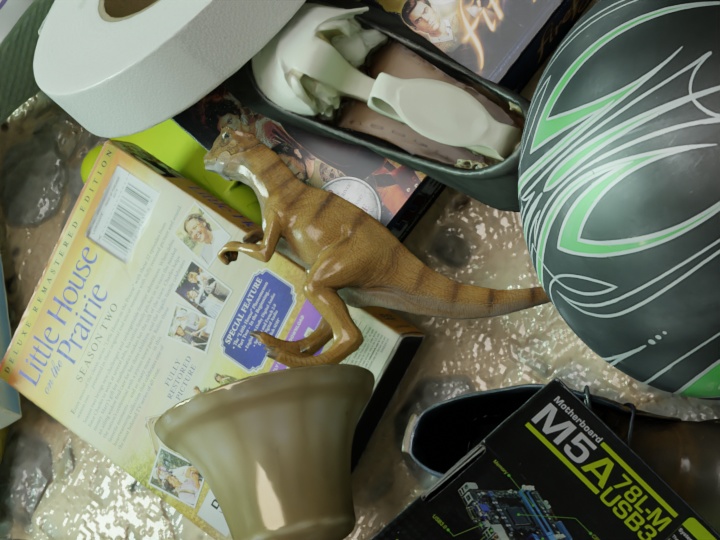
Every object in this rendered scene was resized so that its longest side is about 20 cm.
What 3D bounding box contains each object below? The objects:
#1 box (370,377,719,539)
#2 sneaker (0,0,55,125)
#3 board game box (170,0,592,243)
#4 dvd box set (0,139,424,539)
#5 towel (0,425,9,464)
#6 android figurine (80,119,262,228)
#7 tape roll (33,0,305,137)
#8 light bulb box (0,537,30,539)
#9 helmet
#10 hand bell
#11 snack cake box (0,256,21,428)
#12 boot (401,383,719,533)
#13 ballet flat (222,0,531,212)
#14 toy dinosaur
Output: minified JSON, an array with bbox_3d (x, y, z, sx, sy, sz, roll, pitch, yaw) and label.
[{"bbox_3d":[0.074,0.172,0.709,0.193,0.048,0.200,-39,71,-21],"label":"box"},{"bbox_3d":[-0.233,-0.135,1.056,0.114,0.073,0.200,32,67,22],"label":"sneaker"},{"bbox_3d":[0.014,-0.115,0.926,0.135,0.035,0.200,39,95,21],"label":"board game box"},{"bbox_3d":[-0.081,0.044,0.960,0.200,0.029,0.146,32,104,24],"label":"dvd box set"},{"bbox_3d":[-0.266,0.152,1.093,0.144,0.023,0.200,3,82,33],"label":"towel"},{"bbox_3d":[-0.080,-0.098,1.014,0.182,0.041,0.200,-47,60,17],"label":"android figurine"},{"bbox_3d":[-0.081,-0.152,0.932,0.203,0.037,0.203,-34,32,24],"label":"tape roll"},{"bbox_3d":[-0.199,0.229,0.922,0.125,0.198,0.200,-1,79,35],"label":"light bulb box"},{"bbox_3d":[0.157,-0.038,0.762,0.191,0.200,0.200,-16,70,12],"label":"helmet"},{"bbox_3d":[-0.019,0.152,0.837,0.104,0.104,0.200,-24,71,27],"label":"hand bell"},{"bbox_3d":[-0.268,0.011,1.079,0.115,0.067,0.200,-27,58,21],"label":"snack cake box"},{"bbox_3d":[0.115,0.091,0.805,0.200,0.097,0.075,3,81,34],"label":"boot"},{"bbox_3d":[0.008,-0.088,0.869,0.200,0.068,0.068,23,88,21],"label":"ballet flat"},{"bbox_3d":[0.000,0.000,0.865,0.200,0.060,0.106,29,92,13],"label":"toy dinosaur"}]
